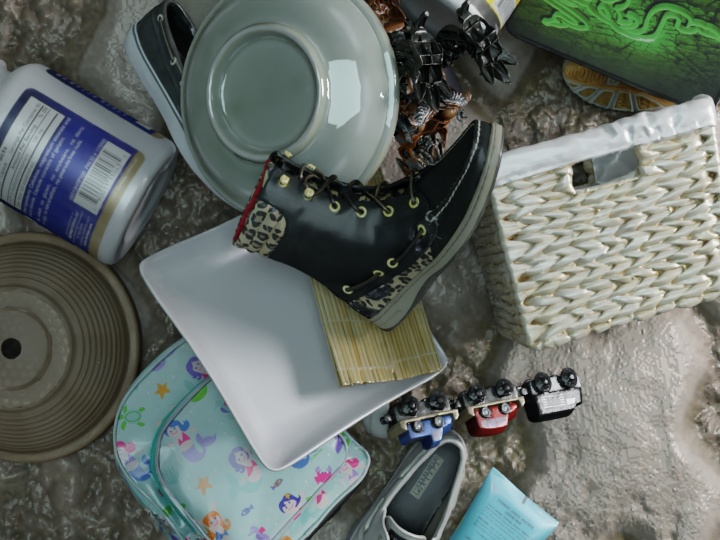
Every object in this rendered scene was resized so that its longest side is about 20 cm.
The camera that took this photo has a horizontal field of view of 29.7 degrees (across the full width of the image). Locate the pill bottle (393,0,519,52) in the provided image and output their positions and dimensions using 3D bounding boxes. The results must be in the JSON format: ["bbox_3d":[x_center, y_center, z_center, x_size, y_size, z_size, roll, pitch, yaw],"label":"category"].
[{"bbox_3d":[0.116,-0.302,1.179,0.114,0.114,0.201,34,83,-1],"label":"pill bottle"}]

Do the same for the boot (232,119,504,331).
[{"bbox_3d":[0.004,-0.054,1.025,0.152,0.074,0.204,25,128,-12],"label":"boot"}]

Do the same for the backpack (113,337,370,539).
[{"bbox_3d":[-0.111,0.152,1.144,0.200,0.151,0.177,44,74,9],"label":"backpack"}]

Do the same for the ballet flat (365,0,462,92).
[{"bbox_3d":[0.013,-0.207,1.197,0.200,0.073,0.073,43,87,0],"label":"ballet flat"}]

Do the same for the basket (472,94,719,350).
[{"bbox_3d":[0.195,-0.038,1.133,0.195,0.200,0.163,-15,90,-2],"label":"basket"}]

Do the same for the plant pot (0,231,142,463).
[{"bbox_3d":[-0.291,0.066,1.165,0.197,0.093,0.204,0,87,-1],"label":"plant pot"}]

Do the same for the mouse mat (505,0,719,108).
[{"bbox_3d":[0.245,-0.231,1.188,0.198,0.008,0.162,24,66,14],"label":"mouse mat"}]

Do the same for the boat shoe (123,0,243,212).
[{"bbox_3d":[-0.132,-0.141,1.166,0.056,0.068,0.201,-39,83,34],"label":"boat shoe"}]

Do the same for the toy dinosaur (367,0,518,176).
[{"bbox_3d":[0.039,-0.167,1.119,0.102,0.135,0.201,-46,114,-24],"label":"toy dinosaur"}]

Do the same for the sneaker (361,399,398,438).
[{"bbox_3d":[-0.011,0.048,1.193,0.083,0.073,0.203,-7,82,9],"label":"sneaker"}]

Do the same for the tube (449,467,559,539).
[{"bbox_3d":[0.088,0.279,1.196,0.077,0.050,0.201,38,82,-5],"label":"tube"}]

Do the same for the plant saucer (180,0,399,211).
[{"bbox_3d":[-0.068,-0.140,1.081,0.197,0.050,0.204,1,93,24],"label":"plant saucer"}]

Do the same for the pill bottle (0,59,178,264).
[{"bbox_3d":[-0.267,-0.104,1.157,0.198,0.120,0.121,31,87,0],"label":"pill bottle"}]

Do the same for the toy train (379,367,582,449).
[{"bbox_3d":[0.108,0.122,1.171,0.197,0.034,0.046,-7,73,-25],"label":"toy train"}]

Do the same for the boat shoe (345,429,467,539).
[{"bbox_3d":[0.036,0.230,1.183,0.071,0.066,0.201,34,87,-1],"label":"boat shoe"}]

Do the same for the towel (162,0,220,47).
[{"bbox_3d":[-0.086,-0.199,1.186,0.132,0.034,0.202,-27,91,28],"label":"towel"}]

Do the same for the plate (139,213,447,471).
[{"bbox_3d":[-0.054,0.042,1.107,0.198,0.032,0.201,-27,76,-34],"label":"plate"}]

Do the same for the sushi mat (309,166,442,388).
[{"bbox_3d":[0.000,0.000,1.127,0.094,0.012,0.203,-4,65,-28],"label":"sushi mat"}]

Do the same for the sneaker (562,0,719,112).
[{"bbox_3d":[0.276,-0.196,1.214,0.197,0.076,0.089,0,72,-4],"label":"sneaker"}]
